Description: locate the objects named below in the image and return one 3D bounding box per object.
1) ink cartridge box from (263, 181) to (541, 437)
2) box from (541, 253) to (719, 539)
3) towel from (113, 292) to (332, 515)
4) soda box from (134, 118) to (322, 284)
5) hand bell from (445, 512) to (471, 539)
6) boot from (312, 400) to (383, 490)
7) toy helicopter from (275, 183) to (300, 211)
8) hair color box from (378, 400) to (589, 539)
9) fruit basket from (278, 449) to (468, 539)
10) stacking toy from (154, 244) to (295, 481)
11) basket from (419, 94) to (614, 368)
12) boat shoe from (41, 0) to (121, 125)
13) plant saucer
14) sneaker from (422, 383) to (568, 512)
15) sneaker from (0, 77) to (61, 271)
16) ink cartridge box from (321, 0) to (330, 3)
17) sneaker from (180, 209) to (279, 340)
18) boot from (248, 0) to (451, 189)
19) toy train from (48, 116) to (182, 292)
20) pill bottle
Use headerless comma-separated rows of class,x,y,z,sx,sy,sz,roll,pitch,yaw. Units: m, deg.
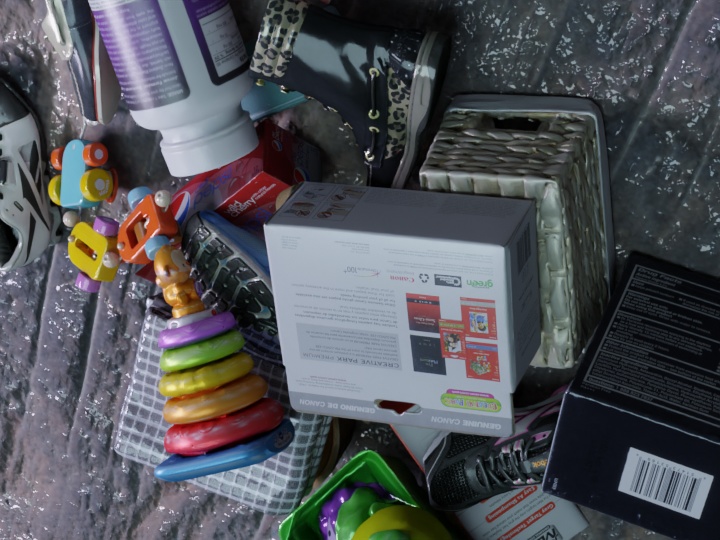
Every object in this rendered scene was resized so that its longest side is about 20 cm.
ink cartridge box,0.037,0.030,1.348,0.199,0.084,0.176,6,120,20
box,0.277,0.113,1.381,0.199,0.199,0.124,19,131,13
towel,-0.127,0.123,1.575,0.199,0.086,0.166,19,119,10
soda box,-0.122,-0.053,1.538,0.070,0.064,0.200,28,135,-31
hand bell,0.088,0.218,1.638,0.104,0.104,0.201,2,110,25
boot,-0.070,0.122,1.645,0.154,0.074,0.200,35,119,-1
toy helicopter,0.000,0.000,1.454,0.079,0.133,0.200,-26,129,37
hair color box,0.115,0.180,1.568,0.101,0.061,0.200,-35,105,0
fruit basket,0.030,0.269,1.525,0.216,0.216,0.155,44,109,-7
stacking toy,-0.138,0.073,1.467,0.109,0.116,0.201,-15,94,16
basket,0.129,-0.030,1.404,0.135,0.123,0.201,5,123,22
boat shoe,-0.250,-0.225,1.487,0.062,0.071,0.201,0,117,8
plant saucer,-0.087,-0.167,1.486,0.199,0.019,0.070,-18,113,33
sneaker,0.148,0.156,1.491,0.199,0.086,0.081,-27,104,-1
sneaker,-0.347,-0.090,1.622,0.074,0.089,0.201,1,121,27
ink cartridge box,-0.083,-0.316,1.348,0.199,0.068,0.117,29,131,5
sneaker,-0.070,0.010,1.505,0.200,0.090,0.078,37,137,-11
boot,-0.016,-0.142,1.403,0.153,0.074,0.204,19,144,1
toy train,-0.219,-0.065,1.555,0.150,0.055,0.200,-49,50,31
pill bottle,-0.156,-0.187,1.429,0.111,0.111,0.201,-9,109,30
